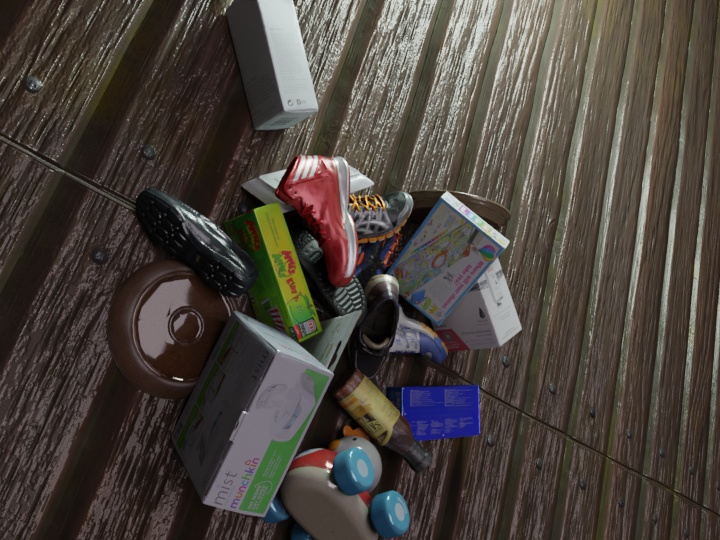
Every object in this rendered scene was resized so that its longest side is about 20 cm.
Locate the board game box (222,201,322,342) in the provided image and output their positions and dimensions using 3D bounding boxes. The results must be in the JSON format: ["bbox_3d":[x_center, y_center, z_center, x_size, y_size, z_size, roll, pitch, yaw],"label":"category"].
[{"bbox_3d":[-0.133,0.008,0.951,0.047,0.101,0.202,-23,97,-39],"label":"board game box"}]

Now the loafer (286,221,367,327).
[{"bbox_3d":[-0.068,0.013,0.991,0.073,0.071,0.200,-32,78,-41],"label":"loafer"}]

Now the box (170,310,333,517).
[{"bbox_3d":[-0.149,0.179,0.828,0.096,0.176,0.201,27,88,-32],"label":"box"}]

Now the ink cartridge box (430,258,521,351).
[{"bbox_3d":[0.191,0.040,1.171,0.082,0.146,0.202,-26,98,-42],"label":"ink cartridge box"}]

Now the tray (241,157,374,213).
[{"bbox_3d":[-0.081,-0.145,1.019,0.199,0.107,0.022,-22,132,-38],"label":"tray"}]

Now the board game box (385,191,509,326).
[{"bbox_3d":[0.141,-0.016,1.086,0.134,0.200,0.034,40,34,6],"label":"board game box"}]

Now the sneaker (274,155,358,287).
[{"bbox_3d":[-0.072,-0.074,0.933,0.115,0.078,0.202,1,73,-30],"label":"sneaker"}]

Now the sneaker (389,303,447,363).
[{"bbox_3d":[0.065,0.119,1.118,0.199,0.075,0.089,37,70,-18],"label":"sneaker"}]

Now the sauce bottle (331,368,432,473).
[{"bbox_3d":[0.039,0.252,1.046,0.200,0.066,0.066,46,57,-4],"label":"sauce bottle"}]

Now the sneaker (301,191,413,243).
[{"bbox_3d":[-0.005,-0.090,1.032,0.199,0.078,0.078,-22,135,-13],"label":"sneaker"}]

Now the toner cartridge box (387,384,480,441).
[{"bbox_3d":[0.137,0.259,1.162,0.199,0.043,0.096,7,78,-37],"label":"toner cartridge box"}]

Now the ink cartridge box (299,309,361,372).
[{"bbox_3d":[-0.062,0.149,0.922,0.057,0.199,0.163,36,63,-22],"label":"ink cartridge box"}]

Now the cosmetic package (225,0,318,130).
[{"bbox_3d":[-0.141,-0.335,1.002,0.074,0.101,0.202,-13,93,-39],"label":"cosmetic package"}]

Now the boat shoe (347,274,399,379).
[{"bbox_3d":[0.021,0.104,1.021,0.071,0.201,0.065,11,31,-7],"label":"boat shoe"}]

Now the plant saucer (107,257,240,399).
[{"bbox_3d":[-0.251,0.080,0.892,0.199,0.034,0.202,6,79,-36],"label":"plant saucer"}]

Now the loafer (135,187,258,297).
[{"bbox_3d":[-0.230,-0.043,0.899,0.200,0.068,0.070,41,28,-5],"label":"loafer"}]

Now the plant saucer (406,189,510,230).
[{"bbox_3d":[0.170,-0.102,1.147,0.199,0.199,0.030,18,80,-35],"label":"plant saucer"}]

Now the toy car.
[{"bbox_3d":[-0.029,0.309,0.975,0.177,0.183,0.200,53,27,-18],"label":"toy car"}]

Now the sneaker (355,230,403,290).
[{"bbox_3d":[0.000,0.000,1.075,0.201,0.078,0.076,-55,130,-26],"label":"sneaker"}]
